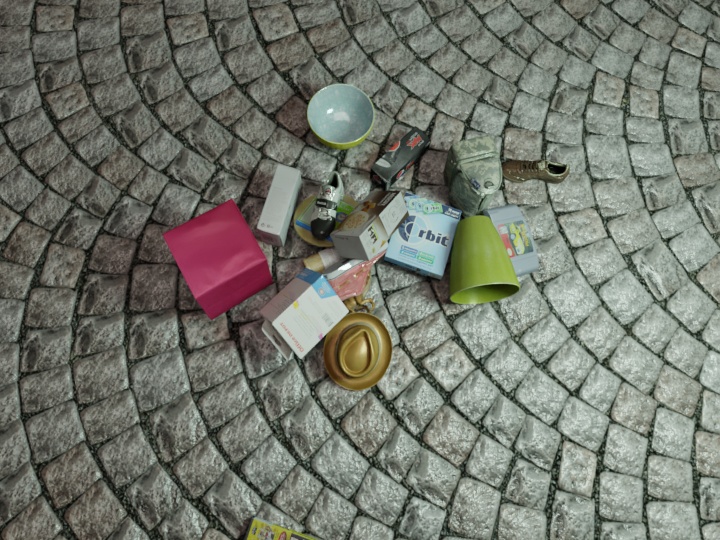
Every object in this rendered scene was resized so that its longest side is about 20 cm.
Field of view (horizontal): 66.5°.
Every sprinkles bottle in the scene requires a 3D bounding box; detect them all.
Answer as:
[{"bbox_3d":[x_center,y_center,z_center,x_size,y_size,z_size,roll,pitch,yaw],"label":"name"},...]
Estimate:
[{"bbox_3d":[-0.061,-0.039,1.517,0.196,0.068,0.069,-25,74,-10],"label":"sprinkles bottle"}]

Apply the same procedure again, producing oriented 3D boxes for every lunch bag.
[{"bbox_3d":[0.319,-0.251,1.533,0.136,0.201,0.171,-14,71,-5],"label":"lunch bag"}]

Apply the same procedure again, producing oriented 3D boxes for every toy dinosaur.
[{"bbox_3d":[-0.003,0.074,1.487,0.106,0.061,0.200,40,75,12],"label":"toy dinosaur"}]

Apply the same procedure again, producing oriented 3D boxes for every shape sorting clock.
[{"bbox_3d":[-0.090,-0.145,1.548,0.195,0.040,0.204,-3,57,4],"label":"shape sorting clock"}]

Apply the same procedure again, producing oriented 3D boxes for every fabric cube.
[{"bbox_3d":[-0.364,-0.026,1.434,0.197,0.201,0.198,-30,74,-14],"label":"fabric cube"}]

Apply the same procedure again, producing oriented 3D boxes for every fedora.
[{"bbox_3d":[-0.007,0.209,1.410,0.195,0.082,0.206,0,87,-1],"label":"fedora"}]

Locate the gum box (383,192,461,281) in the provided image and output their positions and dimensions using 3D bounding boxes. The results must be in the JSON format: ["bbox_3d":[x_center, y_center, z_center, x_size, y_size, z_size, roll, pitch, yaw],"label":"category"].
[{"bbox_3d":[0.173,-0.096,1.518,0.166,0.045,0.204,19,71,4],"label":"gum box"}]

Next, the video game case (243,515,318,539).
[{"bbox_3d":[-0.207,0.711,1.289,0.177,0.026,0.204,18,73,3],"label":"video game case"}]

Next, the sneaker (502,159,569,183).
[{"bbox_3d":[0.518,-0.305,1.623,0.195,0.076,0.072,3,71,-2],"label":"sneaker"}]

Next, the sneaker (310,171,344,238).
[{"bbox_3d":[-0.095,-0.184,1.499,0.072,0.089,0.204,8,59,8],"label":"sneaker"}]

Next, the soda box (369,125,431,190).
[{"bbox_3d":[0.117,-0.330,1.622,0.071,0.064,0.200,42,75,11],"label":"soda box"}]

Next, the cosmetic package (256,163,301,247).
[{"bbox_3d":[-0.224,-0.181,1.541,0.072,0.102,0.204,15,73,2],"label":"cosmetic package"}]

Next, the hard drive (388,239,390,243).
[{"bbox_3d":[0.155,-0.121,1.569,0.195,0.038,0.143,11,72,0],"label":"hard drive"}]

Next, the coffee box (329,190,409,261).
[{"bbox_3d":[0.027,-0.122,1.450,0.113,0.081,0.200,9,46,43],"label":"coffee box"}]

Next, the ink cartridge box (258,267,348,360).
[{"bbox_3d":[-0.156,0.114,1.408,0.199,0.125,0.130,-42,115,-14],"label":"ink cartridge box"}]

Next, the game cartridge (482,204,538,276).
[{"bbox_3d":[0.426,-0.084,1.539,0.131,0.041,0.204,-13,80,-33],"label":"game cartridge"}]

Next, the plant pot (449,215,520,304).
[{"bbox_3d":[0.316,-0.034,1.467,0.182,0.188,0.205,-4,72,-4],"label":"plant pot"}]

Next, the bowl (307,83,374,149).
[{"bbox_3d":[-0.058,-0.435,1.626,0.195,0.108,0.205,1,72,-2],"label":"bowl"}]

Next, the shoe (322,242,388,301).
[{"bbox_3d":[0.000,0.000,1.465,0.198,0.071,0.092,-31,111,-14],"label":"shoe"}]
